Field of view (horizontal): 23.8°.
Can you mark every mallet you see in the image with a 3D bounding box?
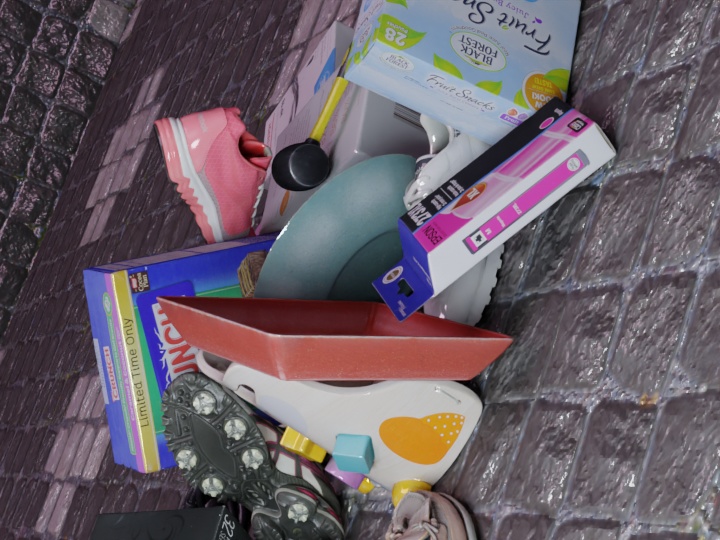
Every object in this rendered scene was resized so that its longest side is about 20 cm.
[{"bbox_3d":[-0.022,-0.158,1.494,0.201,0.041,0.066,-67,16,-15],"label":"mallet"}]

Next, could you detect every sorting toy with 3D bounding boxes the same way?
[{"bbox_3d":[-0.034,0.100,1.313,0.108,0.179,0.200,-67,18,-4],"label":"sorting toy"}]

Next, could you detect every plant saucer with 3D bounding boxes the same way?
[{"bbox_3d":[-0.023,0.050,1.243,0.199,0.198,0.037,12,98,59],"label":"plant saucer"},{"bbox_3d":[0.000,0.000,1.400,0.039,0.200,0.202,40,109,32],"label":"plant saucer"}]

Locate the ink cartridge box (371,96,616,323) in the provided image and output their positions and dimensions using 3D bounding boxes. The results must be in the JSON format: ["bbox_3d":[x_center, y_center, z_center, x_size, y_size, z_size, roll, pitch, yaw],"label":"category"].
[{"bbox_3d":[0.089,-0.047,1.260,0.200,0.037,0.095,-40,21,2],"label":"ink cartridge box"}]

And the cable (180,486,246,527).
[{"bbox_3d":[-0.174,0.278,1.683,0.200,0.050,0.164,-38,33,55],"label":"cable"}]

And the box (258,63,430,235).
[{"bbox_3d":[0.002,-0.095,1.563,0.200,0.106,0.153,-43,30,49],"label":"box"}]

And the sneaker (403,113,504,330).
[{"bbox_3d":[0.068,-0.035,1.354,0.076,0.080,0.202,-35,39,53],"label":"sneaker"}]

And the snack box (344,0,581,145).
[{"bbox_3d":[0.090,-0.213,1.368,0.068,0.167,0.202,-42,31,56],"label":"snack box"}]

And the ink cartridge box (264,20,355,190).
[{"bbox_3d":[-0.050,-0.151,1.829,0.200,0.066,0.116,-52,24,36],"label":"ink cartridge box"}]

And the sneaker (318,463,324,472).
[{"bbox_3d":[-0.083,0.158,1.539,0.076,0.076,0.200,-64,18,11],"label":"sneaker"}]

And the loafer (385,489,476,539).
[{"bbox_3d":[0.042,0.206,1.161,0.072,0.062,0.200,-60,20,19],"label":"loafer"}]

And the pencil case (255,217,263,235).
[{"bbox_3d":[-0.059,-0.046,1.715,0.087,0.087,0.202,-6,62,69],"label":"pencil case"}]

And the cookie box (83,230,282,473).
[{"bbox_3d":[-0.121,0.065,1.460,0.075,0.198,0.173,0,101,61],"label":"cookie box"}]

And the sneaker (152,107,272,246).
[{"bbox_3d":[-0.110,-0.072,1.496,0.086,0.200,0.074,-21,58,3],"label":"sneaker"}]

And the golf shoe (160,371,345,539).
[{"bbox_3d":[-0.089,0.151,1.384,0.077,0.200,0.088,-30,22,20],"label":"golf shoe"}]

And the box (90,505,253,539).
[{"bbox_3d":[-0.148,0.309,1.333,0.123,0.149,0.201,-8,49,25],"label":"box"}]
